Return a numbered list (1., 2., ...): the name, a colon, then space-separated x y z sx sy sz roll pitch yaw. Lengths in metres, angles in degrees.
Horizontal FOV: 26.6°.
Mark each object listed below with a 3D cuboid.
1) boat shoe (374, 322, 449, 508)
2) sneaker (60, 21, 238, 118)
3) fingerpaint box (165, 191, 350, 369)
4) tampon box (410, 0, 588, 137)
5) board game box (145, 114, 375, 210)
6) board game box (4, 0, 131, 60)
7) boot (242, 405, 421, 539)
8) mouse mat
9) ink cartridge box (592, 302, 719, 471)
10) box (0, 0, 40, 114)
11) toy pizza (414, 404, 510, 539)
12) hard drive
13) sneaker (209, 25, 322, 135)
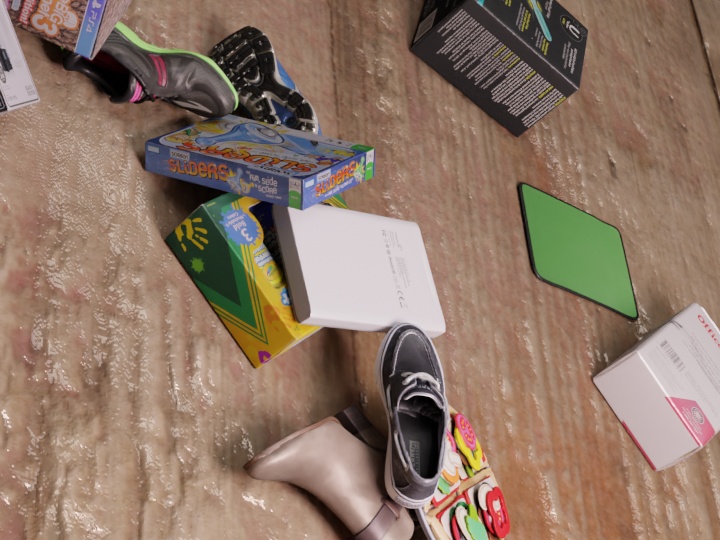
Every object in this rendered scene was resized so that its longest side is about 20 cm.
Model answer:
1. boat shoe: 0.054 0.130 1.500 0.072 0.068 0.200 10 55 -11
2. sneaker: -0.226 -0.199 1.600 0.200 0.077 0.084 20 52 -18
3. fingerpaint box: -0.078 -0.014 1.594 0.167 0.073 0.200 55 38 4
4. tampon box: 0.192 -0.313 2.069 0.200 0.126 0.150 38 40 -18
5. board game box: -0.104 -0.115 1.576 0.200 0.035 0.135 15 26 28
6. board game box: -0.323 -0.329 1.531 0.200 0.097 0.160 24 42 -3
7. boot: -0.013 0.216 1.480 0.200 0.070 0.146 -20 78 -51
8. mouse mat: 0.292 -0.025 2.037 0.200 0.008 0.161 23 46 -33
9. ink cartridge box: 0.407 0.146 1.952 0.147 0.083 0.200 56 38 6
10. box: -0.369 -0.236 1.398 0.117 0.060 0.200 -78 150 -78
11. toy pizza: 0.106 0.224 1.575 0.200 0.032 0.200 45 34 -41
12. hard drive: 0.000 0.000 1.583 0.200 0.027 0.132 9 60 -46
13. sneaker: -0.104 -0.192 1.722 0.200 0.078 0.089 58 -1 29
